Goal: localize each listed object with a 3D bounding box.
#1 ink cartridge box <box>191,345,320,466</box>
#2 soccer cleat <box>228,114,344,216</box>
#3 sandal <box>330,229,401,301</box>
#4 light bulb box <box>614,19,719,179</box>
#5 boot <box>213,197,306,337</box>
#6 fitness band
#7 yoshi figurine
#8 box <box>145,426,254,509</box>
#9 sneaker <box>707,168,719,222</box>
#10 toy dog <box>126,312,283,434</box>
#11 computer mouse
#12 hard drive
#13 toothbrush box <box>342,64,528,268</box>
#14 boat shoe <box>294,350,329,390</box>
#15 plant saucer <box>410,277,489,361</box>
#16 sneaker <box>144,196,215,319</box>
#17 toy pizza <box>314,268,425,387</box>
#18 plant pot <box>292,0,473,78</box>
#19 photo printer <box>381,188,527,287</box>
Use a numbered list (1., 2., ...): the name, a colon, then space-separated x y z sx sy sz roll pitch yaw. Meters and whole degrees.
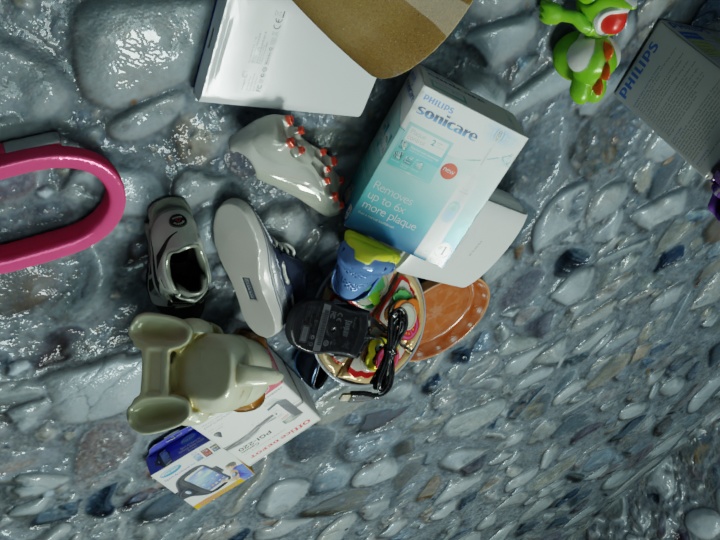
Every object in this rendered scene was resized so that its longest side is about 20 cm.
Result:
1. ink cartridge box: -0.168 0.200 1.164 0.145 0.085 0.200 -33 145 0
2. soccer cleat: -0.079 -0.120 0.897 0.077 0.070 0.200 -10 156 19
3. sandal: 0.000 0.000 0.985 0.087 0.079 0.200 -62 177 -2
4. light bulb box: 0.509 -0.237 1.079 0.197 0.200 0.125 -3 136 -33
5. boot: -0.123 -0.018 0.978 0.090 0.072 0.201 -50 142 -44
6. fitness band: -0.341 -0.064 0.779 0.199 0.038 0.144 -18 141 -18
7. yoshi figurine: 0.279 -0.310 0.940 0.112 0.112 0.201 -52 150 -53
8. box: -0.265 0.320 1.262 0.119 0.042 0.200 -30 145 -4
9. sneaker: 0.491 -0.127 0.963 0.088 0.081 0.201 -20 144 -3
10. toy dog: -0.180 0.120 0.973 0.193 0.140 0.200 -11 171 9
11. computer mouse: -0.030 0.109 1.049 0.199 0.046 0.141 8 95 -35
12. hard drive: -0.065 -0.231 0.806 0.199 0.025 0.132 -3 134 -34
13. toothbrush box: 0.085 -0.125 0.938 0.146 0.085 0.201 23 117 -17
14. boat shoe: -0.024 0.100 1.167 0.084 0.069 0.201 7 125 -39
15. plant saucer: 0.125 0.074 1.282 0.199 0.032 0.201 -21 142 -17
16. sneaker: -0.215 0.015 0.919 0.074 0.089 0.201 -20 143 -19
17. toy pizza: 0.018 0.074 1.110 0.199 0.032 0.202 -5 100 -30
18. plant pot: -0.015 -0.300 0.662 0.199 0.187 0.187 25 116 -33
19. photo printer: 0.144 -0.056 1.119 0.199 0.070 0.167 14 123 -44
